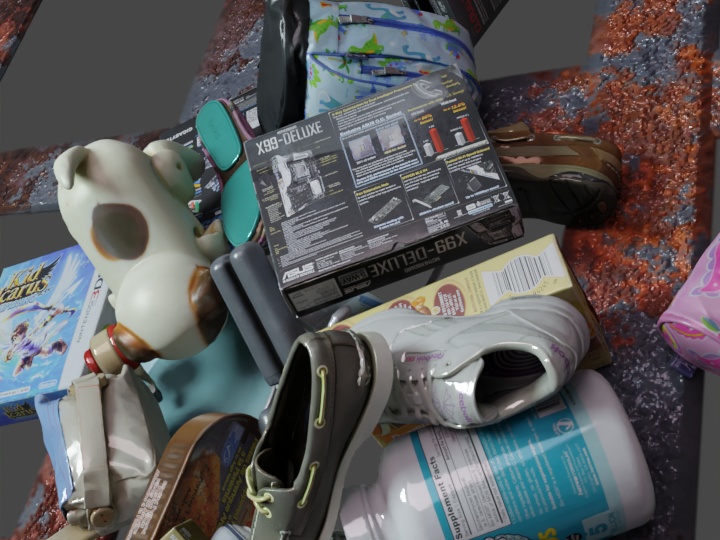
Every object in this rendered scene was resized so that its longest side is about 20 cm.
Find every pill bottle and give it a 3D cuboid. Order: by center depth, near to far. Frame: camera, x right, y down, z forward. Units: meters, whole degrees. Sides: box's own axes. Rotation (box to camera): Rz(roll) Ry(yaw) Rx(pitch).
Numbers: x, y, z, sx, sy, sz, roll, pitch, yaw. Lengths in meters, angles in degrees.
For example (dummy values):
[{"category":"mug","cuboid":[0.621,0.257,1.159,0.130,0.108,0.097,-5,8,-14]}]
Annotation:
[{"category":"pill bottle","cuboid":[0.088,0.150,0.689,0.199,0.111,0.111,-20,48,2]}]

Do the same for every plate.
[{"category":"plate","cuboid":[-0.156,0.111,0.942,0.199,0.026,0.201,-16,50,20]}]

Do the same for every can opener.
[{"category":"can opener","cuboid":[-0.070,0.078,0.824,0.053,0.201,0.067,-27,1,37]}]

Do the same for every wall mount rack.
[{"category":"wall mount rack","cuboid":[0.000,0.000,0.901,0.173,0.075,0.200,-35,43,-30]}]

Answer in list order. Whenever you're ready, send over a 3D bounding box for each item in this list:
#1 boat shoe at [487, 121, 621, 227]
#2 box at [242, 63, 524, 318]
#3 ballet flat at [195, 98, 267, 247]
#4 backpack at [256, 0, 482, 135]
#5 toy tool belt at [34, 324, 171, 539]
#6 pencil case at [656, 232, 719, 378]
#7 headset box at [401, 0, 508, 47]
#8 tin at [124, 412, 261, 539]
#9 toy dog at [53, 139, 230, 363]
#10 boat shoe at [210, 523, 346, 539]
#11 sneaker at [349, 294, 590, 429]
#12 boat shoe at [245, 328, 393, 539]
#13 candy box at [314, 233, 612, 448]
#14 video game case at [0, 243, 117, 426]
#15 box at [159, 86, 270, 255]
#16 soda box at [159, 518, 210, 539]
[{"category":"boat shoe","cuboid":[0.134,-0.090,0.892,0.199,0.076,0.074,12,58,27]},{"category":"box","cuboid":[0.014,-0.068,0.836,0.199,0.050,0.158,-20,57,3]},{"category":"ballet flat","cuboid":[-0.102,-0.086,0.960,0.069,0.071,0.201,-44,46,21]},{"category":"backpack","cuboid":[0.014,-0.176,0.954,0.199,0.163,0.154,-8,59,-19]},{"category":"toy tool belt","cuboid":[-0.233,0.143,0.866,0.122,0.125,0.200,-30,46,-3]},{"category":"pencil case","cuboid":[0.298,-0.009,0.726,0.087,0.087,0.200,30,77,41]},{"category":"headset box","cuboid":[0.104,-0.336,1.031,0.075,0.149,0.200,24,71,40]},{"category":"tin","cuboid":[-0.127,0.208,0.796,0.042,0.112,0.201,-4,54,42]},{"category":"toy dog","cuboid":[-0.180,-0.016,0.905,0.139,0.194,0.201,-28,68,-1]},{"category":"boat shoe","cuboid":[-0.017,0.223,0.744,0.201,0.075,0.086,24,65,33]},{"category":"sneaker","cuboid":[0.049,0.066,0.672,0.199,0.075,0.100,-16,14,22]},{"category":"boat shoe","cuboid":[-0.043,0.127,0.669,0.072,0.060,0.203,50,124,52]},{"category":"candy box","cuboid":[0.079,0.059,0.778,0.199,0.116,0.056,-22,48,15]},{"category":"video game case","cuboid":[-0.318,0.062,1.043,0.199,0.045,0.182,-14,50,31]},{"category":"box","cuboid":[-0.116,-0.100,1.055,0.199,0.050,0.199,-23,52,16]},{"category":"soda box","cuboid":[-0.076,0.265,0.685,0.064,0.068,0.200,-43,83,-5]}]
